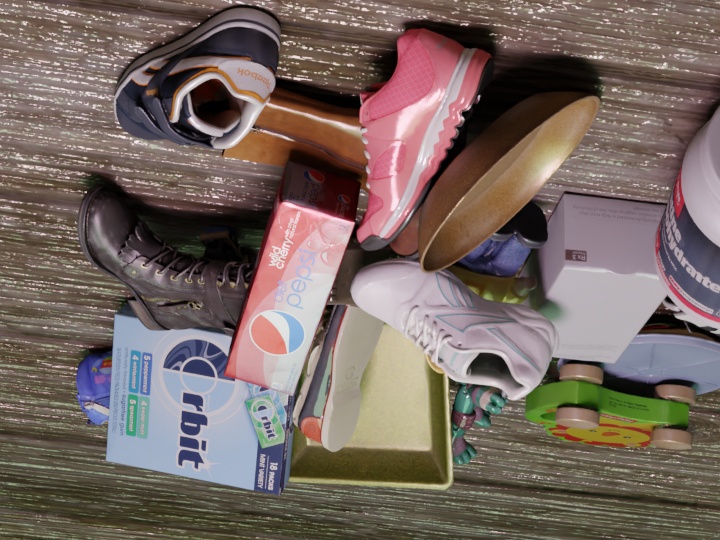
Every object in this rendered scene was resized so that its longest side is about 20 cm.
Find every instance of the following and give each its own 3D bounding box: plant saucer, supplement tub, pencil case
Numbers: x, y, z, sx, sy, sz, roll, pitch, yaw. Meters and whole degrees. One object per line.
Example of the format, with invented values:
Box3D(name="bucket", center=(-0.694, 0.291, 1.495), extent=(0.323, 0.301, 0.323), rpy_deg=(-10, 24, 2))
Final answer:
Box3D(name="plant saucer", center=(0.111, -0.080, 1.307), extent=(0.035, 0.200, 0.200), rpy_deg=(47, 168, 13))
Box3D(name="supplement tub", center=(0.325, -0.049, 1.328), extent=(0.139, 0.142, 0.201), rpy_deg=(3, 154, 1))
Box3D(name="plant saucer", center=(0.003, 0.129, 1.725), extent=(0.198, 0.202, 0.048), rpy_deg=(1, -162, 14))
Box3D(name="pencil case", center=(-0.230, 0.123, 1.806), extent=(0.198, 0.087, 0.079), rpy_deg=(-11, 114, 25))

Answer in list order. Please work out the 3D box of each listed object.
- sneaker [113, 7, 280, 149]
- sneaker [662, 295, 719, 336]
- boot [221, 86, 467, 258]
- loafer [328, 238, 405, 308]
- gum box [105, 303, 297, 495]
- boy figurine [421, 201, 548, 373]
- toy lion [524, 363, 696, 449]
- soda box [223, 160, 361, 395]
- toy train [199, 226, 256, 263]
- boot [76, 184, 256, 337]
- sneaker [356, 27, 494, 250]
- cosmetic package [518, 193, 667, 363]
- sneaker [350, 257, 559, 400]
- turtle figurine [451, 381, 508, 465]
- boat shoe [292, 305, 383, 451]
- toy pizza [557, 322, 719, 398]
Box3D(name="sneaker", center=(-0.139, -0.135, 1.288), extent=(0.078, 0.080, 0.199), rpy_deg=(20, 151, -32))
Box3D(name="sneaker", center=(0.327, 0.020, 1.519), extent=(0.087, 0.075, 0.200), rpy_deg=(-1, 166, 8))
Box3D(name="boot", center=(-0.022, -0.083, 1.388), extent=(0.198, 0.069, 0.189), rpy_deg=(7, 154, -6))
Box3D(name="loafer", center=(0.000, 0.000, 1.552), extent=(0.198, 0.076, 0.068), rpy_deg=(11, -166, -36))
Box3D(name="gum box", center=(-0.168, 0.137, 1.716), extent=(0.198, 0.172, 0.045), rpy_deg=(10, -162, 11))
Box3D(name="boy figurine", center=(0.100, 0.015, 1.516), extent=(0.123, 0.065, 0.201), rpy_deg=(13, 131, -18))
Box3D(name="toy lion", center=(0.267, 0.164, 1.800), extent=(0.198, 0.069, 0.191), rpy_deg=(14, 163, -24))
Box3D(name="soda box", center=(-0.060, 0.009, 1.388), extent=(0.069, 0.064, 0.201), rpy_deg=(16, 126, -5))
Box3D(name="toy train", center=(-0.113, 0.007, 1.604), extent=(0.034, 0.046, 0.200), rpy_deg=(-5, 153, 15))
Box3D(name="boot", center=(-0.153, -0.003, 1.489), extent=(0.173, 0.070, 0.201), rpy_deg=(5, 143, 34))
Box3D(name="sneaker", center=(0.032, -0.108, 1.286), extent=(0.086, 0.074, 0.201), rpy_deg=(31, 122, 5))
Box3D(name="cosmetic package", center=(0.220, 0.012, 1.533), extent=(0.112, 0.082, 0.200), rpy_deg=(7, 152, -8))
Box3D(name="sneaker", center=(0.080, 0.051, 1.457), extent=(0.198, 0.081, 0.071), rpy_deg=(21, 134, 6))
Box3D(name="turtle figurine", center=(0.142, 0.109, 1.719), extent=(0.100, 0.149, 0.201), rpy_deg=(40, 134, 18))
Box3D(name="boat shoe", center=(-0.026, 0.088, 1.658), extent=(0.062, 0.202, 0.071), rpy_deg=(30, -151, 35))
Box3D(name="toy pizza", center=(0.312, 0.096, 1.739), extent=(0.198, 0.032, 0.201), rpy_deg=(3, 158, 1))
